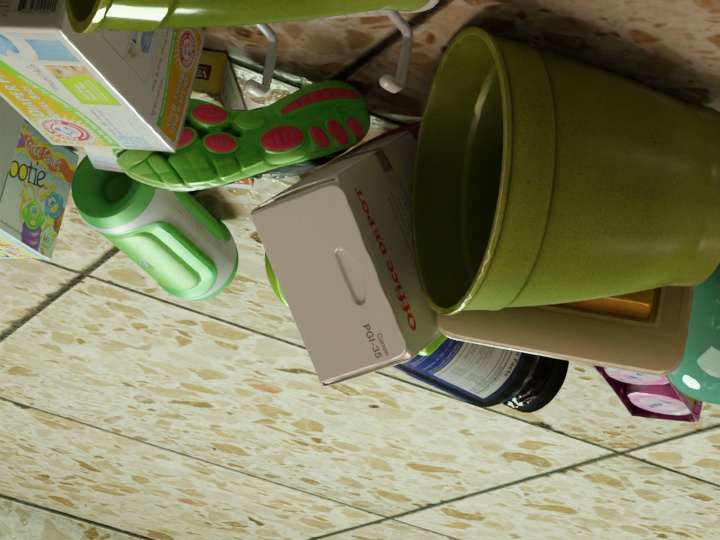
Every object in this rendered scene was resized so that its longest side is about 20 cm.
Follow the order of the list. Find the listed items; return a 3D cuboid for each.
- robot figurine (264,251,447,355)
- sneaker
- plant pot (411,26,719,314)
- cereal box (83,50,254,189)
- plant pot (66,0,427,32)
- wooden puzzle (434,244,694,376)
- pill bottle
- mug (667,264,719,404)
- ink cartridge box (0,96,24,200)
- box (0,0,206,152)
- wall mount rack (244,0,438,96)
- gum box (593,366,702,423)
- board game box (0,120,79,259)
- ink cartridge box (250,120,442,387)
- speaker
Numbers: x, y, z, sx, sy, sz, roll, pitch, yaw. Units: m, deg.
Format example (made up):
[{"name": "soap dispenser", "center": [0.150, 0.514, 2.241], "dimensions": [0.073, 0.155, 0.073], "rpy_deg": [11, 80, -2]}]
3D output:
[{"name": "robot figurine", "center": [0.000, 0.000, 1.863], "dimensions": [0.200, 0.116, 0.176], "rpy_deg": [24, 151, 39]}, {"name": "sneaker", "center": [-0.091, -0.093, 1.669], "dimensions": [0.199, 0.077, 0.084], "rpy_deg": [-7, 162, -13]}, {"name": "plant pot", "center": [0.157, -0.061, 1.545], "dimensions": [0.192, 0.201, 0.200], "rpy_deg": [5, 164, -17]}, {"name": "cereal box", "center": [-0.165, -0.127, 1.763], "dimensions": [0.143, 0.040, 0.200], "rpy_deg": [8, 162, 7]}, {"name": "plant pot", "center": [-0.049, -0.217, 1.191], "dimensions": [0.192, 0.201, 0.200], "rpy_deg": [6, 164, -18]}, {"name": "wooden puzzle", "center": [0.163, -0.017, 1.642], "dimensions": [0.184, 0.201, 0.037], "rpy_deg": [10, 136, 7]}, {"name": "pill bottle", "center": [0.097, 0.061, 2.029], "dimensions": [0.200, 0.112, 0.112], "rpy_deg": [26, 158, -36]}, {"name": "mug", "center": [0.297, 0.016, 1.725], "dimensions": [0.114, 0.186, 0.152], "rpy_deg": [6, -162, 6]}, {"name": "ink cartridge box", "center": [-0.397, -0.104, 1.815], "dimensions": [0.199, 0.147, 0.084], "rpy_deg": [7, 162, 15]}, {"name": "box", "center": [-0.205, -0.172, 1.558], "dimensions": [0.112, 0.102, 0.200], "rpy_deg": [5, 160, 23]}, {"name": "wall mount rack", "center": [-0.054, -0.178, 1.484], "dimensions": [0.199, 0.075, 0.174], "rpy_deg": [1, 158, 30]}, {"name": "gum box", "center": [0.249, 0.044, 1.873], "dimensions": [0.066, 0.114, 0.200], "rpy_deg": [5, 160, 23]}, {"name": "board game box", "center": [-0.370, -0.075, 1.951], "dimensions": [0.199, 0.104, 0.105], "rpy_deg": [1, 158, 33]}, {"name": "ink cartridge box", "center": [0.013, -0.017, 1.644], "dimensions": [0.082, 0.147, 0.200], "rpy_deg": [-19, -173, 26]}, {"name": "speaker", "center": [-0.182, -0.041, 1.958], "dimensions": [0.088, 0.089, 0.200], "rpy_deg": [4, 160, 24]}]
